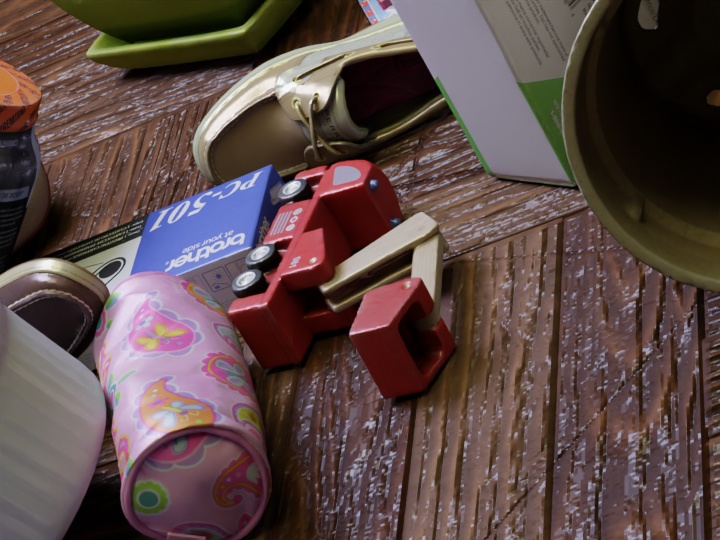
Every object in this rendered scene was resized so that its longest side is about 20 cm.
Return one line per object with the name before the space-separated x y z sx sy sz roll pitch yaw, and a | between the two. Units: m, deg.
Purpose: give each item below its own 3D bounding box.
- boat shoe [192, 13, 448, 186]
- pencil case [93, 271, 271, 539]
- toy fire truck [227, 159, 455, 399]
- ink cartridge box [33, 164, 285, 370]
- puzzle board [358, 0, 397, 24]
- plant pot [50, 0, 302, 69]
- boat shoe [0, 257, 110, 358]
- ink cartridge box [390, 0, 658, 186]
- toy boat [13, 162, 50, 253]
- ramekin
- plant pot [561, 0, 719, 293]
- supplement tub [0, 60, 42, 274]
boat shoe | -0.015 -0.107 1.692 0.199 0.074 0.066 -29 23 3
pencil case | -0.101 0.077 1.475 0.087 0.088 0.200 -29 27 2
toy fire truck | 0.000 0.000 1.530 0.141 0.049 0.200 -13 32 29
ink cartridge box | -0.137 0.008 1.652 0.199 0.044 0.094 -21 30 20
puzzle board | 0.068 -0.217 1.850 0.150 0.017 0.200 -30 29 3
plant pot | -0.130 -0.262 1.938 0.199 0.182 0.199 -3 39 41
boat shoe | -0.217 0.066 1.580 0.200 0.072 0.072 -36 32 39
ink cartridge box | 0.131 -0.170 1.574 0.200 0.146 0.084 -45 30 -26
toy boat | -0.317 -0.030 1.841 0.200 0.131 0.131 -39 -1 -16
ramekin | -0.227 0.111 1.458 0.200 0.098 0.201 -44 26 28
plant pot | 0.204 -0.113 1.391 0.200 0.201 0.184 -24 18 12
supplement tub | -0.277 -0.036 1.681 0.123 0.122 0.201 -116 45 -62
